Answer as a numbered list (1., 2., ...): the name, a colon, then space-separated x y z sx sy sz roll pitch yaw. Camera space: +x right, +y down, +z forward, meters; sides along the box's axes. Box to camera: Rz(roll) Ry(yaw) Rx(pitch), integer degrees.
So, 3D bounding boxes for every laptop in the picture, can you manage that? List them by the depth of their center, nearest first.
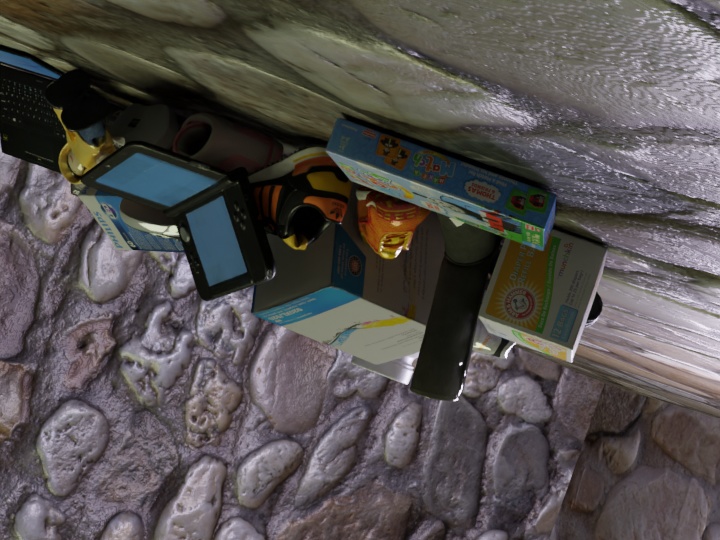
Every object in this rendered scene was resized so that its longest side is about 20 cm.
1. laptop: -0.429 -0.203 1.708 0.176 0.202 0.103 20 -147 30

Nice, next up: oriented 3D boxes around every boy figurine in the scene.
1. boy figurine: -0.331 -0.164 1.616 0.125 0.064 0.200 53 161 8

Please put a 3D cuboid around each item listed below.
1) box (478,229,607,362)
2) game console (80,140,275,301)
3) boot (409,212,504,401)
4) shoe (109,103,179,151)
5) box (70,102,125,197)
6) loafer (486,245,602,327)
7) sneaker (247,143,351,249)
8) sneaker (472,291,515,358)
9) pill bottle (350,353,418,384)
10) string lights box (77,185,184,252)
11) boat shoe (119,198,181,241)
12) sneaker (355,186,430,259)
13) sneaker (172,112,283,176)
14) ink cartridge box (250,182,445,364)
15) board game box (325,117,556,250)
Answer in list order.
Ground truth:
1. box: 0.193 0.024 1.441 0.100 0.114 0.200 19 175 10
2. game console: -0.198 -0.048 1.471 0.116 0.178 0.200 -18 -179 -28
3. boot: 0.091 0.031 1.401 0.072 0.202 0.182 22 177 24
4. shoe: -0.230 -0.141 1.611 0.091 0.072 0.200 42 173 -25
5. box: -0.283 -0.131 1.806 0.198 0.050 0.158 20 143 3
6. loafer: 0.202 0.015 1.649 0.198 0.072 0.063 24 172 -3
7. sneaker: -0.080 -0.059 1.434 0.069 0.091 0.199 18 152 -32
8. sneaker: 0.151 0.042 1.716 0.079 0.074 0.201 22 -146 -12
9. pill bottle: 0.060 0.047 1.871 0.111 0.202 0.112 20 177 1
10. string lights box: -0.252 -0.077 1.744 0.198 0.059 0.103 4 139 35
11. boat shoe: -0.186 -0.052 1.627 0.198 0.057 0.069 5 -138 -3
12. sneaker: 0.038 -0.050 1.399 0.072 0.078 0.200 -7 -176 -4
13. sneaker: -0.174 -0.129 1.527 0.104 0.076 0.200 20 167 -29
14. ink cartridge box: 0.000 0.000 1.575 0.199 0.149 0.144 24 149 -37
15. board game box: 0.076 -0.075 1.226 0.198 0.037 0.151 21 177 10
